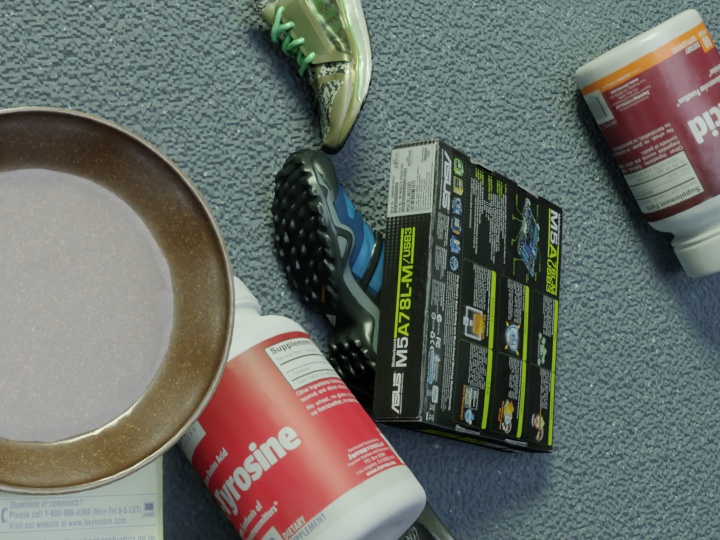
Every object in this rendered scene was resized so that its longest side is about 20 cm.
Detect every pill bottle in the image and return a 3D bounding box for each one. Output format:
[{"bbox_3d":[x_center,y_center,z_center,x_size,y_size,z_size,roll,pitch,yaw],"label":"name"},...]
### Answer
[{"bbox_3d":[0.272,-0.104,1.057,0.114,0.114,0.201,-31,95,-28],"label":"pill bottle"},{"bbox_3d":[-0.057,0.104,0.827,0.112,0.112,0.200,-28,68,-28],"label":"pill bottle"}]

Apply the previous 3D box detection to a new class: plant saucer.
[{"bbox_3d":[-0.165,0.016,0.662,0.199,0.037,0.202,5,78,-25],"label":"plant saucer"}]

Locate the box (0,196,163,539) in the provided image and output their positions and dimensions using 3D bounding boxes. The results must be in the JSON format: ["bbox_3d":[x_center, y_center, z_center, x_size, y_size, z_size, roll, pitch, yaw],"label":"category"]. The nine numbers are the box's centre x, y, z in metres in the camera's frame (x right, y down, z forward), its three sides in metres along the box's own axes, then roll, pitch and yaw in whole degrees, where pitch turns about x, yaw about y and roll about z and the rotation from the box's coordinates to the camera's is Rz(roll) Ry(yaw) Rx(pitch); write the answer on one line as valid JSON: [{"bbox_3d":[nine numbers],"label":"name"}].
[{"bbox_3d":[-0.189,0.073,0.759,0.096,0.176,0.201,3,80,-25],"label":"box"}]

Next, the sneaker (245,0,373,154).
[{"bbox_3d":[-0.043,-0.182,0.948,0.088,0.077,0.201,-1,76,-13],"label":"sneaker"}]

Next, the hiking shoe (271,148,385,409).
[{"bbox_3d":[0.000,0.000,0.934,0.087,0.074,0.201,-29,104,-35],"label":"hiking shoe"}]

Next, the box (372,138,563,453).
[{"bbox_3d":[0.085,0.026,0.935,0.193,0.047,0.201,21,69,-54],"label":"box"}]

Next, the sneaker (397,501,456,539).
[{"bbox_3d":[0.023,0.226,0.897,0.114,0.076,0.200,-42,97,-24],"label":"sneaker"}]
